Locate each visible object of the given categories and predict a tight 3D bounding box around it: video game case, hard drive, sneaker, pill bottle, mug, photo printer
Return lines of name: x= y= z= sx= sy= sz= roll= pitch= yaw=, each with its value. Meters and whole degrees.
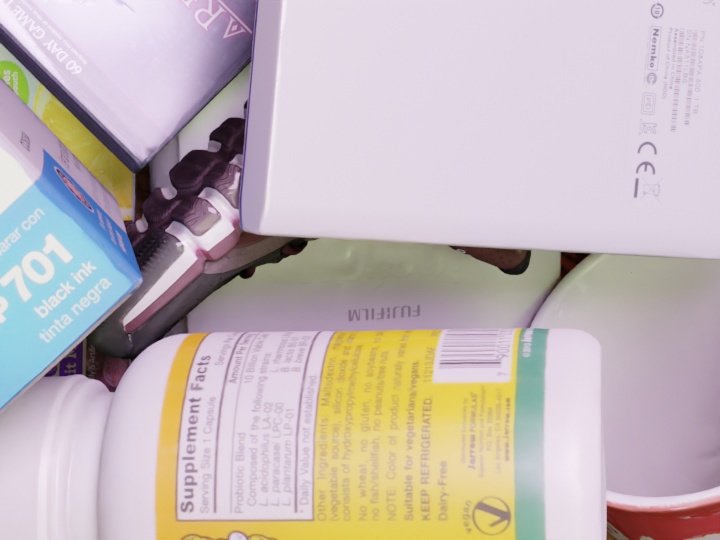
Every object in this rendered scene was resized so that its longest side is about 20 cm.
video game case: x=-0.064 y=-0.154 z=0.674 sx=0.143 sy=0.019 sz=0.200 roll=45 pitch=71 yaw=-7
hard drive: x=0.060 y=-0.073 z=0.632 sx=0.200 sy=0.025 sz=0.132 roll=3 pitch=96 yaw=-25
sneaker: x=0.003 y=-0.019 z=0.662 sx=0.200 sy=0.076 sz=0.116 roll=-46 pitch=109 yaw=0
pill bottle: x=-0.020 y=0.076 z=0.613 sx=0.200 sy=0.113 sz=0.113 roll=-1 pitch=103 yaw=8
mug: x=0.177 y=0.090 z=0.728 sx=0.134 sy=0.177 sz=0.200 roll=-61 pitch=138 yaw=-24
photo printer: x=0.000 y=0.000 z=0.740 sx=0.166 sy=0.069 sz=0.200 roll=-4 pitch=103 yaw=-13

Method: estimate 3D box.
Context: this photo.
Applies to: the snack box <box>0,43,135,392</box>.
snack box: x=-0.158 y=-0.042 z=0.701 sx=0.142 sy=0.053 sz=0.200 roll=0 pitch=102 yaw=-12

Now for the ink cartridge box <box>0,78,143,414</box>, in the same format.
ink cartridge box: x=-0.170 y=-0.054 z=0.591 sx=0.086 sy=0.146 sz=0.200 roll=-41 pitch=107 yaw=0
